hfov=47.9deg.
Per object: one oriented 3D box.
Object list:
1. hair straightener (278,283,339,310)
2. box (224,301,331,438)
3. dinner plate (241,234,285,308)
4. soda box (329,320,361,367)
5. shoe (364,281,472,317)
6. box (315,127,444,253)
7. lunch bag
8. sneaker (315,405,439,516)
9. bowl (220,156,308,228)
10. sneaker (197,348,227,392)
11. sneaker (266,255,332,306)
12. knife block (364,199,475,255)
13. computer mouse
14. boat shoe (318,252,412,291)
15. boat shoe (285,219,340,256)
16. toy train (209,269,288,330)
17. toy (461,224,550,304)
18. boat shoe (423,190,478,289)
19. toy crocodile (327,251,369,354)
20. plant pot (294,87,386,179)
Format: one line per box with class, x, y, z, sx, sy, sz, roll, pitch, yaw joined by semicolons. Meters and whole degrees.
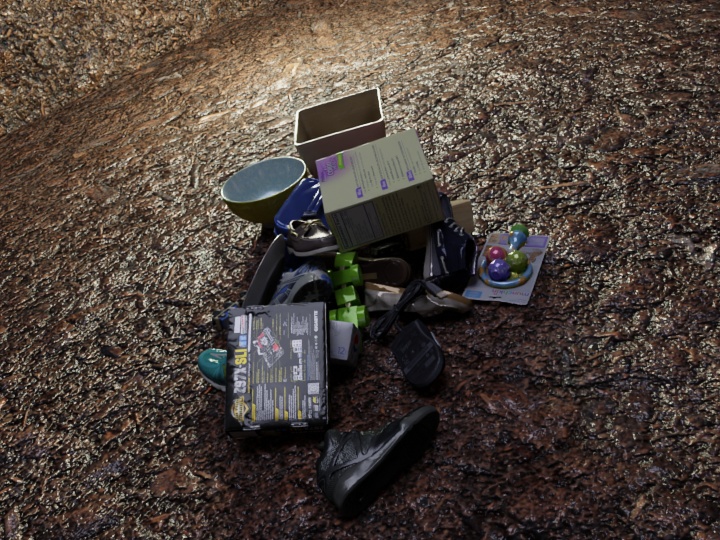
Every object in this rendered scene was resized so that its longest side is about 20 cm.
hair straightener;-0.101;0.060;1.503;0.077;0.041;0.200;-23;36;-34
box;-0.126;0.152;1.258;0.159;0.049;0.201;-5;66;5
dinner plate;-0.173;0.030;1.466;0.024;0.201;0.200;23;42;4
soda box;-0.103;0.112;1.344;0.199;0.068;0.064;6;75;15
shoe;0.097;0.057;1.406;0.199;0.070;0.054;7;83;26
box;0.032;-0.147;1.471;0.199;0.097;0.176;-18;40;4
lunch bag;-0.092;-0.088;1.607;0.135;0.133;0.200;12;40;11
sneaker;0.016;0.241;1.139;0.199;0.076;0.114;-38;44;-20
bowl;-0.202;-0.160;1.820;0.199;0.108;0.201;-12;33;8
sneaker;-0.201;0.160;1.363;0.199;0.080;0.078;11;43;39
sneaker;-0.117;0.048;1.429;0.200;0.077;0.085;-41;39;33
knife block;0.105;-0.076;1.538;0.199;0.064;0.176;-5;16;18
computer mouse;0.105;0.100;1.300;0.141;0.046;0.200;-50;34;4
boat shoe;0.000;0.006;1.513;0.201;0.075;0.075;5;4;20
boat shoe;-0.088;-0.059;1.423;0.071;0.060;0.200;-8;6;-17
toy train;-0.209;0.053;1.575;0.046;0.034;0.200;28;53;36
toy;0.259;-0.021;1.438;0.115;0.047;0.200;5;36;24
boat shoe;0.167;-0.063;1.458;0.092;0.075;0.201;-19;59;39
toy crocodile;-0.021;0.054;1.414;0.067;0.062;0.201;-13;63;12
plant pot;-0.027;-0.273;1.838;0.199;0.178;0.200;-14;32;7
